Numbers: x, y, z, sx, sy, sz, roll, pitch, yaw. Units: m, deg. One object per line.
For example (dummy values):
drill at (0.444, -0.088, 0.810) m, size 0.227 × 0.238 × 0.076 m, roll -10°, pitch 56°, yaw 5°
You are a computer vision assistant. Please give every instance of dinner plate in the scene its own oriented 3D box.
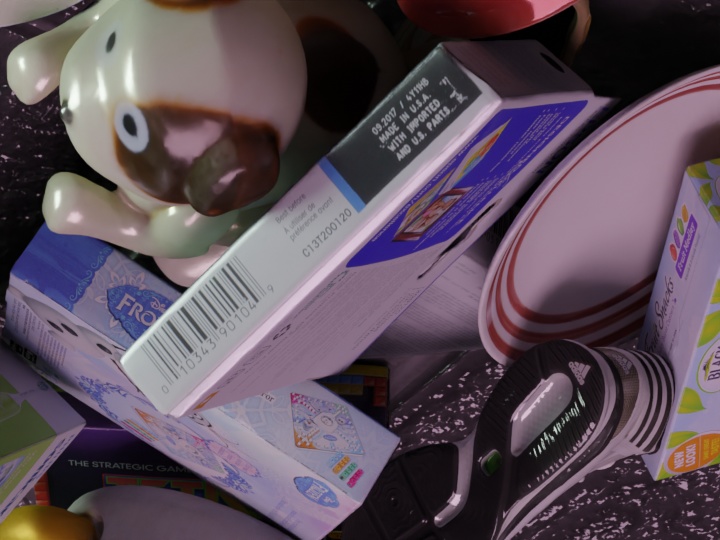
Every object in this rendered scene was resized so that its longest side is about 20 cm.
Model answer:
dinner plate at (0.134, -0.030, 1.336) m, size 0.200 × 0.024 × 0.200 m, roll -27°, pitch 148°, yaw -18°

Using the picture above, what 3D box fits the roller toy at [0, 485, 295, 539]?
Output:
roller toy at (-0.096, 0.204, 1.508) m, size 0.199 × 0.140 × 0.183 m, roll 10°, pitch 151°, yaw 25°

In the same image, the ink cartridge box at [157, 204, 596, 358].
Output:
ink cartridge box at (0.000, 0.000, 1.412) m, size 0.199 × 0.047 × 0.160 m, roll -6°, pitch 160°, yaw 33°

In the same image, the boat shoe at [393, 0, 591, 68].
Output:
boat shoe at (0.055, -0.092, 1.296) m, size 0.074 × 0.067 × 0.200 m, roll 11°, pitch 142°, yaw -11°

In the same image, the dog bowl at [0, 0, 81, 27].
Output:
dog bowl at (-0.180, -0.197, 1.176) m, size 0.199 × 0.079 × 0.200 m, roll 2°, pitch 141°, yaw 2°

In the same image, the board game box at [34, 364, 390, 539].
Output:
board game box at (-0.084, 0.119, 1.573) m, size 0.199 × 0.057 × 0.166 m, roll 2°, pitch 142°, yaw 1°

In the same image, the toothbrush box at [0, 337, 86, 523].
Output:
toothbrush box at (-0.244, 0.069, 1.359) m, size 0.146 × 0.200 × 0.086 m, roll 43°, pitch 107°, yaw 7°

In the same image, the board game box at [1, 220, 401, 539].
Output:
board game box at (-0.086, 0.060, 1.394) m, size 0.199 × 0.043 × 0.200 m, roll 34°, pitch 165°, yaw -1°

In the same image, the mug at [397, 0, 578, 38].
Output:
mug at (0.006, -0.202, 1.121) m, size 0.177 × 0.134 × 0.200 m, roll -19°, pitch 132°, yaw 22°

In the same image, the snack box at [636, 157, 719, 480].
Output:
snack box at (0.216, 0.014, 1.390) m, size 0.142 × 0.053 × 0.200 m, roll -13°, pitch 143°, yaw -16°

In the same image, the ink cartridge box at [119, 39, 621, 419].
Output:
ink cartridge box at (0.010, -0.021, 1.210) m, size 0.198 × 0.043 × 0.200 m, roll -44°, pitch 168°, yaw 16°

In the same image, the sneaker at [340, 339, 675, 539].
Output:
sneaker at (0.085, 0.108, 1.400) m, size 0.115 × 0.076 × 0.200 m, roll 2°, pitch 143°, yaw -49°

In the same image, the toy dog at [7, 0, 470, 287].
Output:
toy dog at (-0.057, -0.067, 1.199) m, size 0.193 × 0.140 × 0.200 m, roll -2°, pitch 177°, yaw 15°
